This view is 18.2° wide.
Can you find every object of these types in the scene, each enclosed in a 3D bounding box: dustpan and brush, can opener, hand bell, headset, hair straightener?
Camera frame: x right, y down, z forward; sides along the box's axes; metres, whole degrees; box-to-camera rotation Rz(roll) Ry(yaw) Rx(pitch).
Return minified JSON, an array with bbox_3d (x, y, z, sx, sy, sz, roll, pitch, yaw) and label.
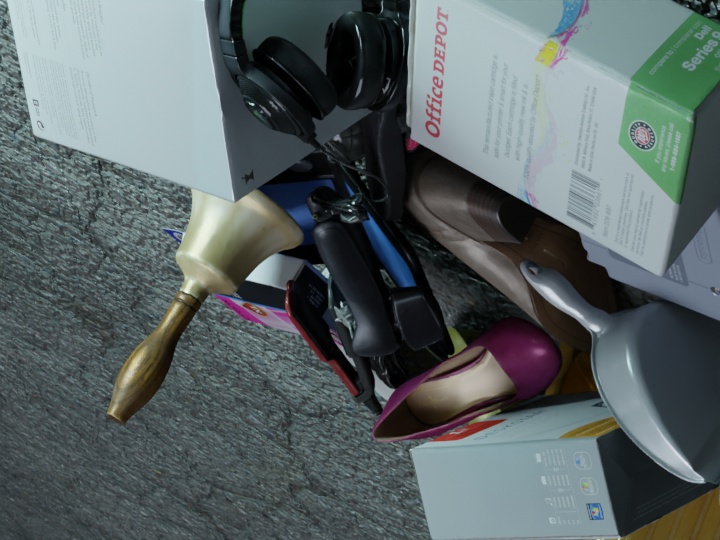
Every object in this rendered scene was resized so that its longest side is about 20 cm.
[{"bbox_3d":[0.199,0.053,1.621,0.200,0.140,0.057,44,144,-3],"label":"dustpan and brush"},{"bbox_3d":[0.000,0.000,1.678,0.200,0.078,0.064,57,-171,-50],"label":"can opener"},{"bbox_3d":[-0.136,0.032,1.732,0.104,0.201,0.104,27,164,9],"label":"hand bell"},{"bbox_3d":[-0.027,-0.126,1.455,0.094,0.123,0.201,22,129,64],"label":"headset"},{"bbox_3d":[0.007,0.069,1.813,0.077,0.041,0.200,-11,139,16],"label":"hair straightener"}]

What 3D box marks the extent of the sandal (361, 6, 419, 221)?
[{"bbox_3d":[0.026,-0.117,1.615,0.200,0.045,0.075,86,167,-51],"label":"sandal"}]

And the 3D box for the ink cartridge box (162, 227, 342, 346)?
[{"bbox_3d":[-0.087,0.013,1.891,0.200,0.037,0.095,16,160,49],"label":"ink cartridge box"}]

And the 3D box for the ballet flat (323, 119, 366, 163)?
[{"bbox_3d":[-0.055,-0.164,1.678,0.200,0.057,0.066,48,180,-15],"label":"ballet flat"}]

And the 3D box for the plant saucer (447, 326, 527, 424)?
[{"bbox_3d":[0.125,0.137,1.926,0.200,0.031,0.201,158,90,-83],"label":"plant saucer"}]

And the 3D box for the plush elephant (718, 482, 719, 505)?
[{"bbox_3d":[0.347,0.175,1.612,0.165,0.155,0.200,46,156,-25],"label":"plush elephant"}]

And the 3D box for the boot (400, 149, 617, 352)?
[{"bbox_3d":[0.100,-0.021,1.714,0.146,0.070,0.200,19,153,51],"label":"boot"}]

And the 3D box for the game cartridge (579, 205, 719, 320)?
[{"bbox_3d":[0.203,-0.046,1.537,0.133,0.041,0.200,27,157,31],"label":"game cartridge"}]

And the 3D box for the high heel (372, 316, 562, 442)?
[{"bbox_3d":[0.084,0.096,1.765,0.068,0.096,0.200,53,153,0],"label":"high heel"}]

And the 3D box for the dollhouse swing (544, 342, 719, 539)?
[{"bbox_3d":[0.225,0.183,1.789,0.199,0.176,0.182,13,150,46],"label":"dollhouse swing"}]

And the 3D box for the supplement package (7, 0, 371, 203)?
[{"bbox_3d":[-0.119,-0.166,1.548,0.199,0.150,0.152,19,130,36],"label":"supplement package"}]

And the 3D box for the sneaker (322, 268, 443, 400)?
[{"bbox_3d":[0.011,0.067,2.006,0.085,0.073,0.200,12,147,54],"label":"sneaker"}]

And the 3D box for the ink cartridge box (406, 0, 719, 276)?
[{"bbox_3d":[0.132,-0.111,1.390,0.199,0.088,0.146,28,145,21],"label":"ink cartridge box"}]

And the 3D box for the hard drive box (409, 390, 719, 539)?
[{"bbox_3d":[0.164,0.146,1.703,0.200,0.155,0.077,-10,97,48],"label":"hard drive box"}]

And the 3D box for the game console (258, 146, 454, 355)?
[{"bbox_3d":[-0.024,-0.012,1.794,0.175,0.117,0.200,-5,154,10],"label":"game console"}]
